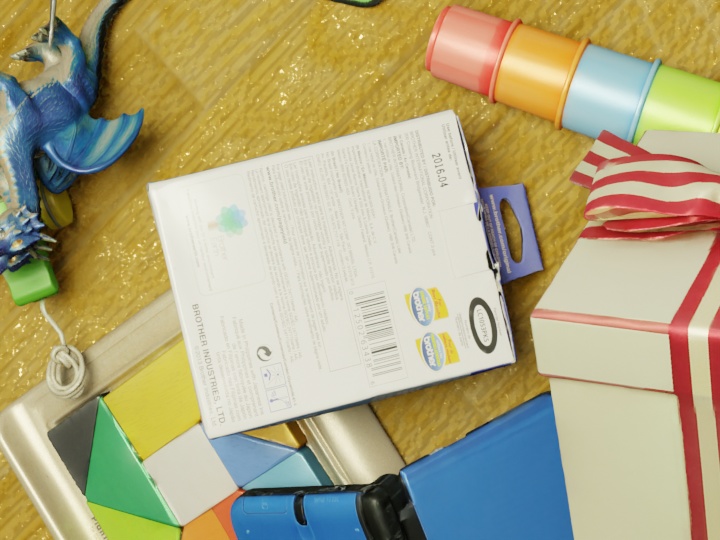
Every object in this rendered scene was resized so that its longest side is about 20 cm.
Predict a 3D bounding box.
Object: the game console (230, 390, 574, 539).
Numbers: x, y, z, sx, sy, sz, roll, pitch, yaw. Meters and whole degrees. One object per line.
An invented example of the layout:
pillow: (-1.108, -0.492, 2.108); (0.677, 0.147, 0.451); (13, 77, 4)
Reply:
game console: (0.050, 0.182, 0.840); (0.169, 0.118, 0.202); (-9, 108, 42)

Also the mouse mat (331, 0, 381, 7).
mouse mat: (-0.057, -0.232, 0.802); (0.159, 0.008, 0.201); (15, 139, 10)

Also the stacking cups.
stacking cups: (0.132, -0.096, 0.810); (0.198, 0.060, 0.061); (23, 97, 11)

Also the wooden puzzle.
wooden puzzle: (-0.091, 0.111, 0.878); (0.199, 0.037, 0.186); (-34, 86, 11)

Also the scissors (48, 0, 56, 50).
scissors: (-0.160, -0.222, 0.831); (0.014, 0.073, 0.203); (3, 101, -30)

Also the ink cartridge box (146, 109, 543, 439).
ink cartridge box: (0.000, 0.000, 0.817); (0.197, 0.076, 0.138); (-14, 89, -2)

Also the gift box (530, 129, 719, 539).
gift box: (0.186, 0.029, 0.714); (0.182, 0.201, 0.189); (3, 126, 24)

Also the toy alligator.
toy alligator: (-0.196, -0.025, 0.870); (0.059, 0.054, 0.203); (-19, 80, 7)

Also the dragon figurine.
dragon figurine: (-0.160, -0.080, 0.850); (0.100, 0.200, 0.059); (52, 142, -12)
